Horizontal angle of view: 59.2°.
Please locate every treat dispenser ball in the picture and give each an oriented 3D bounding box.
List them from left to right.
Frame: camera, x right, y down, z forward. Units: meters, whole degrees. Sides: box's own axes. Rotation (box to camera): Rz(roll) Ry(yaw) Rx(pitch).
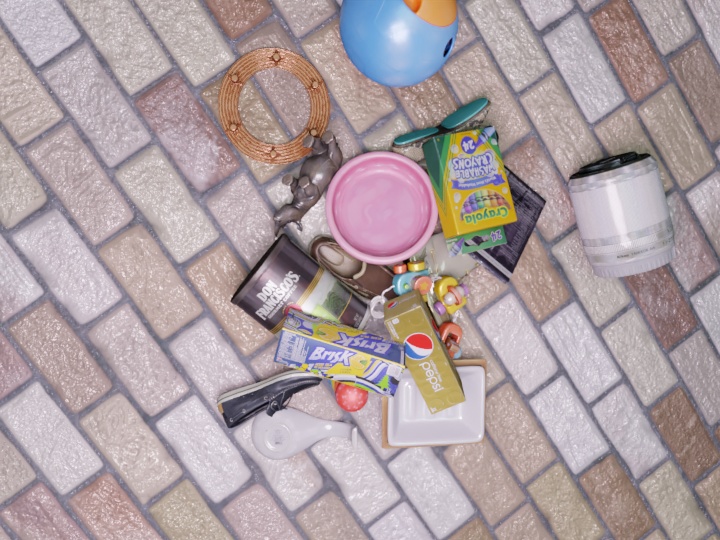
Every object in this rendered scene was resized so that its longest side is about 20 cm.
[{"bbox_3d":[0.063,-0.410,1.050,0.197,0.201,0.204,-1,95,-9],"label":"treat dispenser ball"}]

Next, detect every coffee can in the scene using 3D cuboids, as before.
[{"bbox_3d":[-0.100,0.056,1.086,0.199,0.146,0.147,39,87,-11],"label":"coffee can"}]

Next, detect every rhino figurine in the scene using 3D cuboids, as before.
[{"bbox_3d":[-0.095,-0.145,1.106,0.059,0.087,0.202,30,90,23],"label":"rhino figurine"}]

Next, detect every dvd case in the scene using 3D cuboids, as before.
[{"bbox_3d":[0.251,-0.097,1.162,0.148,0.016,0.201,37,64,-11],"label":"dvd case"}]

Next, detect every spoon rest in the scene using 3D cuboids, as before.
[{"bbox_3d":[-0.102,0.299,1.158,0.196,0.061,0.101,1,93,4],"label":"spoon rest"}]

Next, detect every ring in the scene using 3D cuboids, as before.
[{"bbox_3d":[-0.150,-0.289,1.115,0.197,0.019,0.204,-1,95,-9],"label":"ring"}]

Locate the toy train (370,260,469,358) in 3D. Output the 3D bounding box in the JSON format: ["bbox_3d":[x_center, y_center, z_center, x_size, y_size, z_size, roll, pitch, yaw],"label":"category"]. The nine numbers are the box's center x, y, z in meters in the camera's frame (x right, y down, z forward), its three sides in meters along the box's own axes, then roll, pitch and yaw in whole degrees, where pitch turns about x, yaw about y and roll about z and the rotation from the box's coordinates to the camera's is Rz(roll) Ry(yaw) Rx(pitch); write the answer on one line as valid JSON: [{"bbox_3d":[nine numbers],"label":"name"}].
[{"bbox_3d":[0.121,0.073,1.089,0.199,0.055,0.152,31,85,-24],"label":"toy train"}]

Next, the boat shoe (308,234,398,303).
[{"bbox_3d":[-0.003,0.006,1.134,0.200,0.075,0.076,26,90,-11],"label":"boat shoe"}]

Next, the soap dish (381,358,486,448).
[{"bbox_3d":[0.132,0.242,1.173,0.197,0.081,0.160,-1,95,-10],"label":"soap dish"}]

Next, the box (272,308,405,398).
[{"bbox_3d":[-0.030,0.129,0.991,0.197,0.070,0.065,18,114,-3],"label":"box"}]

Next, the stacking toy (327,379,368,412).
[{"bbox_3d":[-0.022,0.187,1.079,0.084,0.200,0.087,0,99,-3],"label":"stacking toy"}]

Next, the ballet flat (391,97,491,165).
[{"bbox_3d":[0.153,-0.240,1.155,0.198,0.068,0.076,-26,120,-1],"label":"ballet flat"}]

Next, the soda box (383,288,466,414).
[{"bbox_3d":[0.108,0.137,1.059,0.067,0.064,0.202,-23,113,11],"label":"soda box"}]

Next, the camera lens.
[{"bbox_3d":[0.478,-0.105,1.165,0.158,0.160,0.203,-18,98,-8],"label":"camera lens"}]

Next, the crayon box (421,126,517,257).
[{"bbox_3d":[0.192,-0.136,1.094,0.124,0.051,0.203,-14,89,-21],"label":"crayon box"}]

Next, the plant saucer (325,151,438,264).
[{"bbox_3d":[0.037,-0.107,1.119,0.197,0.051,0.204,0,79,0],"label":"plant saucer"}]

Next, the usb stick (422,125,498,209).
[{"bbox_3d":[0.183,-0.180,1.165,0.033,0.055,0.201,39,87,21],"label":"usb stick"}]

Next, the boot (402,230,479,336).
[{"bbox_3d":[0.176,0.017,1.170,0.153,0.072,0.202,-25,98,-9],"label":"boot"}]

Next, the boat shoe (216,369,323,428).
[{"bbox_3d":[-0.156,0.225,1.121,0.197,0.075,0.063,-19,68,-2],"label":"boat shoe"}]
